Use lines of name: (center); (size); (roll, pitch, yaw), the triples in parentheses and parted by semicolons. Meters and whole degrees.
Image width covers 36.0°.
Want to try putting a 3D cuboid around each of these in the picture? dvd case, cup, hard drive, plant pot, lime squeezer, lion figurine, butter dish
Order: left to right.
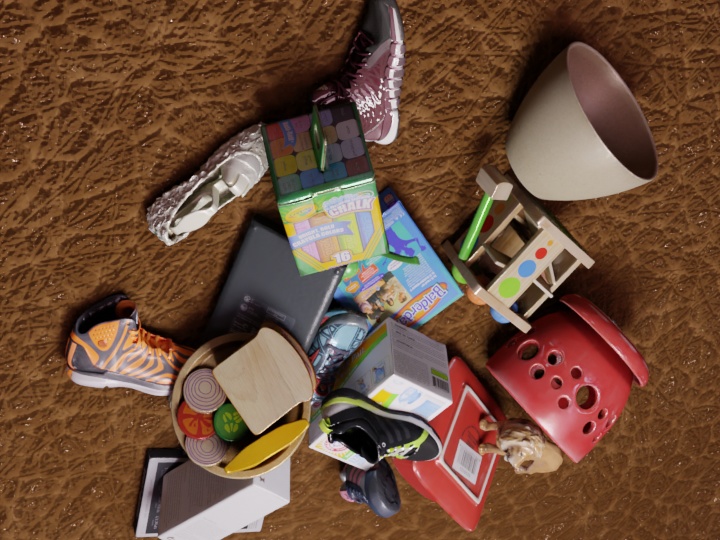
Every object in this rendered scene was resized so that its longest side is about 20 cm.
dvd case: (-0.230, 0.329, 1.649); (0.196, 0.025, 0.153); (2, 120, -24)
hard drive: (-0.116, 0.045, 1.464); (0.138, 0.033, 0.202); (27, 113, 2)
lime squeezer: (0.000, 0.000, 1.450); (0.199, 0.072, 0.037); (-30, 167, 36)
butter dish: (0.113, 0.260, 1.677); (0.200, 0.146, 0.202); (50, 52, -37)
lion figurine: (0.251, 0.262, 1.637); (0.199, 0.121, 0.074); (22, 71, -49)
cup: (0.273, -0.171, 1.441); (0.142, 0.203, 0.199); (-32, 132, 33)
plant pot: (0.314, 0.152, 1.651); (0.182, 0.200, 0.201); (-44, 127, 0)

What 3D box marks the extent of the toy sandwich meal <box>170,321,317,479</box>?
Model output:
toy sandwich meal: (-0.148, 0.168, 1.423); (0.201, 0.070, 0.210); (1, 81, -4)

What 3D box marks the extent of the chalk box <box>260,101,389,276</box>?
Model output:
chalk box: (-0.045, -0.109, 1.331); (0.121, 0.126, 0.201); (-14, 145, 0)

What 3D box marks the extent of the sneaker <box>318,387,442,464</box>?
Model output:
sneaker: (0.024, 0.231, 1.482); (0.198, 0.084, 0.072); (25, 129, -24)

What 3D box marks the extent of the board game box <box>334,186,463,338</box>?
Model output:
board game box: (0.034, 0.005, 1.531); (0.151, 0.045, 0.201); (-35, 127, 3)

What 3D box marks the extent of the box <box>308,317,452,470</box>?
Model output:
box: (0.023, 0.178, 1.563); (0.111, 0.103, 0.200); (26, 129, -27)

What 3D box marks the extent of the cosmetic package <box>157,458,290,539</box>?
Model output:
cosmetic package: (-0.188, 0.301, 1.528); (0.199, 0.103, 0.071); (-33, 131, 31)

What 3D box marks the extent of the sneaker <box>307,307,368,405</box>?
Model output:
sneaker: (-0.048, 0.135, 1.525); (0.078, 0.097, 0.200); (19, 130, -27)

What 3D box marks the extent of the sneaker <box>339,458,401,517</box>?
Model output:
sneaker: (0.010, 0.326, 1.640); (0.081, 0.200, 0.071); (-33, 98, 4)

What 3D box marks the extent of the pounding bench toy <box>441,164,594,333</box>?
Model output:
pounding bench toy: (0.186, -0.035, 1.517); (0.156, 0.125, 0.199); (-46, 126, 12)

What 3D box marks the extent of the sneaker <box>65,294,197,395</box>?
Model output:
sneaker: (-0.281, 0.096, 1.443); (0.196, 0.078, 0.114); (3, 121, -23)

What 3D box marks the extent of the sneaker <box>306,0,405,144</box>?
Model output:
sneaker: (-0.009, -0.239, 1.340); (0.113, 0.076, 0.203); (-8, 125, -13)

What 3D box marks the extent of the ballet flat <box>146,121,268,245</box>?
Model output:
ballet flat: (-0.176, -0.098, 1.369); (0.199, 0.072, 0.072); (-38, 127, 4)

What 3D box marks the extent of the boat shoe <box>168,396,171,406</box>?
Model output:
boat shoe: (-0.185, 0.224, 1.568); (0.199, 0.072, 0.070); (30, 107, -34)
